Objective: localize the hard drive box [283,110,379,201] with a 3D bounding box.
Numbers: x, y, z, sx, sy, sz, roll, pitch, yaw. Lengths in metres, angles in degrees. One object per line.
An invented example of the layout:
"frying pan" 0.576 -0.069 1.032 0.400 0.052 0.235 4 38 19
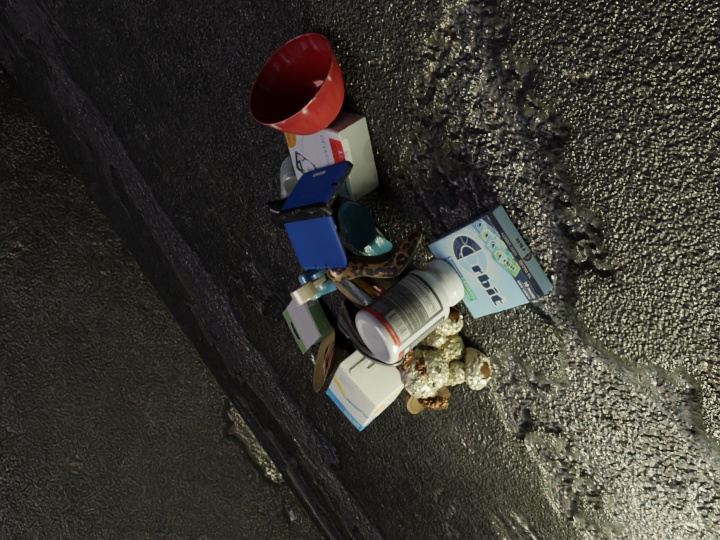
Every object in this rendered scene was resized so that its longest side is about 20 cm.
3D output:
"hard drive box" -0.065 -0.251 1.401 0.199 0.076 0.158 24 139 43

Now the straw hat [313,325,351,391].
"straw hat" -0.066 0.259 1.916 0.084 0.204 0.201 14 153 -13

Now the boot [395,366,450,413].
"boot" 0.115 0.245 1.554 0.155 0.074 0.199 50 -165 23

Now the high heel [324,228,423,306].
"high heel" 0.023 -0.039 1.367 0.142 0.201 0.071 39 -173 -5

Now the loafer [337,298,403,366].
"loafer" 0.014 0.126 1.395 0.199 0.071 0.064 35 134 44

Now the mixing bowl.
"mixing bowl" -0.104 -0.337 1.290 0.199 0.202 0.108 25 174 42

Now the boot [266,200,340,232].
"boot" -0.149 -0.140 1.562 0.160 0.074 0.198 11 163 31

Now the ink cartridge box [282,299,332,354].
"ink cartridge box" -0.156 0.146 1.960 0.147 0.047 0.200 62 154 12

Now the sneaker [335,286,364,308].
"sneaker" -0.010 0.073 1.531 0.111 0.201 0.073 37 114 -22

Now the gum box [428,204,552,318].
"gum box" 0.231 -0.010 1.233 0.171 0.044 0.200 57 153 -2

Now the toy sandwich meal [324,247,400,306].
"toy sandwich meal" 0.000 0.000 1.480 0.070 0.205 0.206 -44 80 21

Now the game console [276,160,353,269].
"game console" -0.072 -0.108 1.357 0.118 0.172 0.199 39 159 -27

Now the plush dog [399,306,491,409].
"plush dog" 0.153 0.194 1.432 0.202 0.171 0.160 58 151 -8

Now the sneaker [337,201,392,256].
"sneaker" -0.005 -0.084 1.427 0.080 0.077 0.200 37 172 35

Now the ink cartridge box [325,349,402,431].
"ink cartridge box" 0.022 0.293 1.762 0.145 0.147 0.201 46 151 14

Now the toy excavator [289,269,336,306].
"toy excavator" -0.107 0.031 1.630 0.101 0.199 0.194 57 152 -6

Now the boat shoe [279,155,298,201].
"boat shoe" -0.156 -0.212 1.595 0.201 0.069 0.073 112 155 -74

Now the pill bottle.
"pill bottle" 0.096 0.073 1.277 0.116 0.199 0.117 43 156 25
